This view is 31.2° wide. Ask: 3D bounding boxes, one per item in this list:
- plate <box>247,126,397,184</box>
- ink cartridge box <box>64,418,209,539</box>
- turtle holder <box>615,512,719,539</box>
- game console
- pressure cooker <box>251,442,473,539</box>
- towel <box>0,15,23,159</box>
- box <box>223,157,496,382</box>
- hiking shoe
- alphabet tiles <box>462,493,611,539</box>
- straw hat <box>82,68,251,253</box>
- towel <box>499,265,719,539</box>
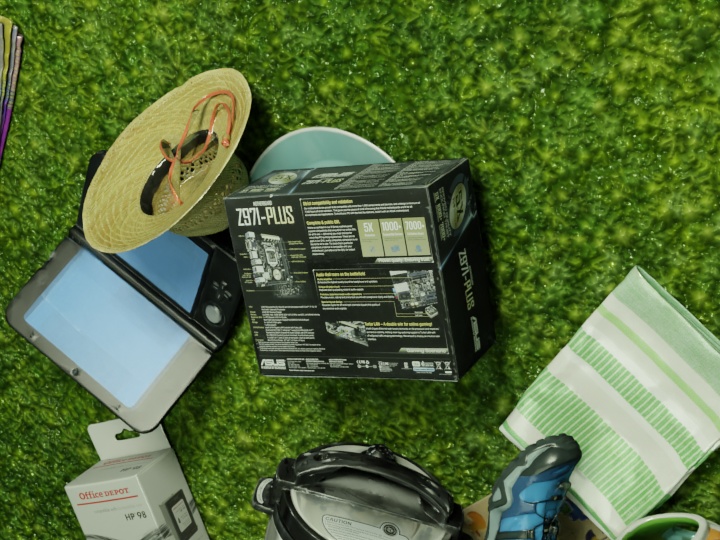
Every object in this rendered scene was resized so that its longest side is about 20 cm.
[{"bbox_3d":[-0.019,-0.032,1.153,0.197,0.026,0.203,11,114,26],"label":"plate"},{"bbox_3d":[-0.237,0.262,1.374,0.115,0.067,0.203,-14,102,34],"label":"ink cartridge box"},{"bbox_3d":[0.253,0.269,1.058,0.185,0.140,0.133,6,122,65],"label":"turtle holder"},{"bbox_3d":[-0.226,0.020,1.235,0.199,0.116,0.177,37,135,12],"label":"game console"},{"bbox_3d":[-0.007,0.253,1.172,0.179,0.174,0.203,43,128,41],"label":"pressure cooker"},{"bbox_3d":[-0.416,-0.191,1.322,0.142,0.023,0.202,29,121,16],"label":"towel"},{"bbox_3d":[0.000,0.000,1.087,0.197,0.086,0.166,-2,108,30],"label":"box"},{"bbox_3d":[0.144,0.229,1.081,0.087,0.074,0.202,43,121,36],"label":"hiking shoe"},{"bbox_3d":[0.178,0.264,1.170,0.199,0.006,0.167,-37,89,35],"label":"alphabet tiles"},{"bbox_3d":[-0.149,-0.076,1.160,0.199,0.204,0.085,-16,139,34],"label":"straw hat"},{"bbox_3d":[0.222,0.118,1.070,0.152,0.023,0.201,43,123,10],"label":"towel"}]
